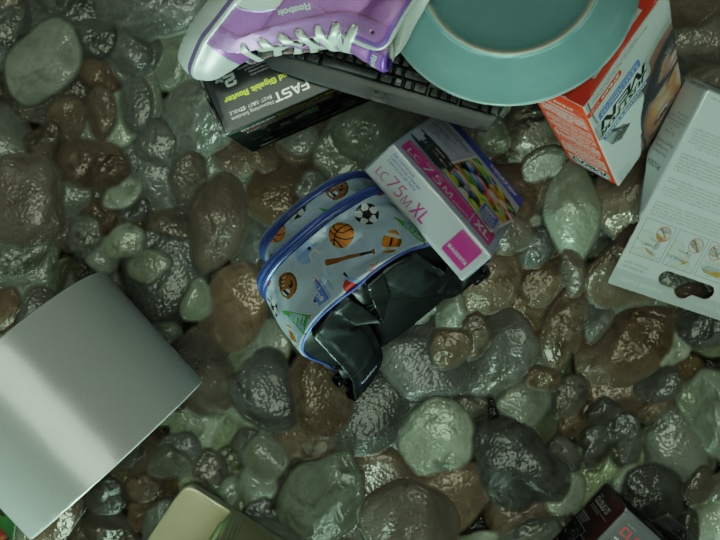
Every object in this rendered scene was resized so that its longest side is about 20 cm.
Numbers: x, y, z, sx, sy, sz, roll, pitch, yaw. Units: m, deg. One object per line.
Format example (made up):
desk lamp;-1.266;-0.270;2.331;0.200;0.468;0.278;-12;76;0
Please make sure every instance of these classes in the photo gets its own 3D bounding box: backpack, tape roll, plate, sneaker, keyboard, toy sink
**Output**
backpack;0.000;0.000;0.755;0.200;0.190;0.154;-43;77;3
tape roll;-0.262;0.117;0.760;0.203;0.203;0.139;-41;94;3
plate;0.112;-0.225;0.636;0.199;0.026;0.201;0;86;7
sneaker;-0.037;-0.179;0.626;0.200;0.073;0.115;-33;88;16
keyboard;0.032;-0.196;0.671;0.199;0.021;0.128;16;92;1
toy sink;-0.129;0.324;0.820;0.200;0.112;0.131;34;94;-2

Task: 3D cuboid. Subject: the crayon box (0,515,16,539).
crayon box;-0.445;0.213;0.844;0.199;0.051;0.128;9;94;-1

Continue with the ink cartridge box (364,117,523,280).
ink cartridge box;0.083;-0.078;0.744;0.042;0.200;0.119;-40;93;25

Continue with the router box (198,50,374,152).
router box;-0.033;-0.178;0.759;0.199;0.150;0.062;-23;93;2

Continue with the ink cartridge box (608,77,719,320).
ink cartridge box;0.342;-0.062;0.814;0.162;0.057;0.201;17;115;-13

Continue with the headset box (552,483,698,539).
headset box;0.252;0.326;0.836;0.149;0.077;0.200;42;95;-3

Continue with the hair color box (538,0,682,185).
hair color box;0.218;-0.160;0.733;0.064;0.200;0.111;36;95;25
